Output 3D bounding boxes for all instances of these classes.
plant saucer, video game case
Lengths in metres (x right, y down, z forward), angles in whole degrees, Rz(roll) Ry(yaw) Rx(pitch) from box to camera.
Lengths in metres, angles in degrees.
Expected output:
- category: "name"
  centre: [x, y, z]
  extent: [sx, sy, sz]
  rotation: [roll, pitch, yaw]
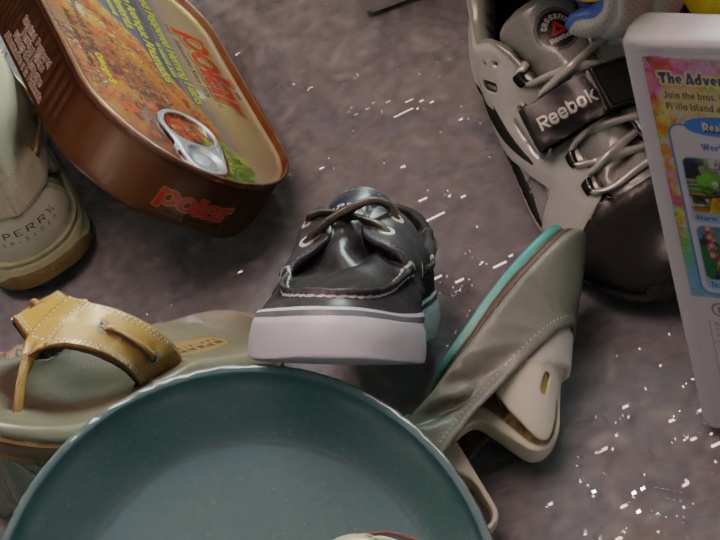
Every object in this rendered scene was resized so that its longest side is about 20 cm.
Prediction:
- category: "plant saucer"
  centre: [-0.041, 0.136, 1.116]
  extent: [0.199, 0.036, 0.201]
  rotation: [-2, 79, 10]
- category: "video game case"
  centre: [0.204, -0.009, 1.088]
  extent: [0.199, 0.183, 0.024]
  rotation: [5, 38, 29]

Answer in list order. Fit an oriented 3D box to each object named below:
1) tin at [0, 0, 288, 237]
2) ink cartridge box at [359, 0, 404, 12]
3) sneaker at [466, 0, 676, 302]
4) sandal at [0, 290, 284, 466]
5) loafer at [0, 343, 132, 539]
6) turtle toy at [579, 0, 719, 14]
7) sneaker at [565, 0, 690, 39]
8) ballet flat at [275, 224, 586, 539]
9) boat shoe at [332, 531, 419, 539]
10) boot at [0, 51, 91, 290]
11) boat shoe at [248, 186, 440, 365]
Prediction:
- category: "tin"
  centre: [-0.102, -0.085, 1.362]
  extent: [0.042, 0.112, 0.200]
  rotation: [-59, 36, 24]
- category: "ink cartridge box"
  centre: [-0.001, -0.235, 1.449]
  extent: [0.066, 0.116, 0.200]
  rotation: [-20, 44, 7]
- category: "sneaker"
  centre: [0.089, -0.067, 1.267]
  extent: [0.074, 0.089, 0.200]
  rotation: [-30, 44, -5]
- category: "sandal"
  centre: [-0.104, 0.033, 1.213]
  extent: [0.080, 0.054, 0.200]
  rotation: [19, 22, 35]
- category: "loafer"
  centre: [-0.113, 0.082, 1.234]
  extent: [0.063, 0.072, 0.200]
  rotation: [-36, 41, -22]
- category: "turtle toy"
  centre: [0.121, -0.173, 1.126]
  extent: [0.101, 0.199, 0.146]
  rotation: [-52, 51, 31]
- category: "sneaker"
  centre: [0.093, -0.194, 1.235]
  extent: [0.146, 0.201, 0.081]
  rotation: [-30, 0, -8]
- category: "ballet flat"
  centre: [0.041, 0.069, 1.188]
  extent: [0.064, 0.067, 0.200]
  rotation: [38, 69, 15]
- category: "boat shoe"
  centre: [0.062, 0.162, 1.034]
  extent: [0.200, 0.063, 0.071]
  rotation: [41, 84, 20]
- category: "boot"
  centre: [-0.201, -0.099, 1.382]
  extent: [0.072, 0.155, 0.200]
  rotation: [-31, 43, -6]
- category: "boat shoe"
  centre: [0.000, 0.000, 1.178]
  extent: [0.070, 0.067, 0.200]
  rotation: [1, 3, 11]
